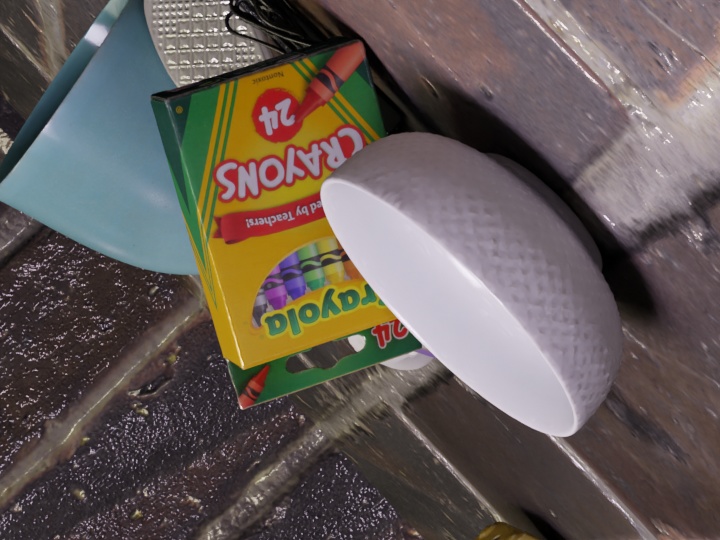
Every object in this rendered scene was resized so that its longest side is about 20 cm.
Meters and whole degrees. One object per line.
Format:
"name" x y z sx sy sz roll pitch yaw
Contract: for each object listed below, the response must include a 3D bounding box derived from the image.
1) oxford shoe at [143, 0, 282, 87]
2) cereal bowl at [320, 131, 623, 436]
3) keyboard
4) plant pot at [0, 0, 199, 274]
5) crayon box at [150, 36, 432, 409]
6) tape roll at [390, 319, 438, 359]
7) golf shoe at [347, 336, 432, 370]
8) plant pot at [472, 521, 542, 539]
"oxford shoe" -0.068 -0.125 1.795 0.200 0.075 0.058 46 -159 6
"cereal bowl" 0.074 -0.005 1.524 0.200 0.083 0.200 42 167 12
"keyboard" -0.054 -0.145 1.704 0.200 0.040 0.104 44 173 12
"plant pot" -0.138 -0.093 1.892 0.161 0.201 0.201 34 175 -11
"crayon box" -0.036 -0.026 1.617 0.051 0.126 0.201 -159 52 -72
"tape roll" 0.000 0.000 1.763 0.199 0.066 0.200 20 175 2
"golf shoe" 0.035 0.038 2.045 0.091 0.075 0.200 39 171 26
"plant pot" 0.159 0.356 2.603 0.200 0.194 0.195 53 172 -9
